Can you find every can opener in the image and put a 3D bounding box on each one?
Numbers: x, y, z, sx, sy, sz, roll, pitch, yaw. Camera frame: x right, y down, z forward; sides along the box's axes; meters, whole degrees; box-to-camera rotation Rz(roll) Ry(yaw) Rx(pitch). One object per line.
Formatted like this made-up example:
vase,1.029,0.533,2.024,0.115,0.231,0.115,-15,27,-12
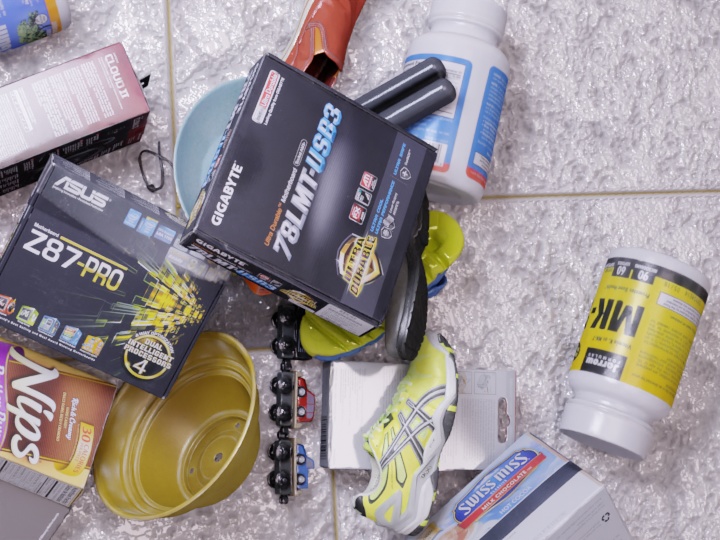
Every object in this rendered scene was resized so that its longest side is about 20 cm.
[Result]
can opener,-0.004,-0.151,1.516,0.199,0.067,0.054,-29,66,12

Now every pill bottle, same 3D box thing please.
pill bottle,0.094,-0.178,1.585,0.111,0.112,0.202,16,81,-10
pill bottle,0.283,0.088,1.595,0.113,0.114,0.202,22,80,-9
pill bottle,-0.392,-0.256,1.488,0.198,0.112,0.113,-23,89,-13

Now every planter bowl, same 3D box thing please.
planter bowl,-0.159,0.166,1.486,0.201,0.199,0.083,-56,132,-12

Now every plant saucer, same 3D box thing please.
plant saucer,-0.089,-0.083,1.452,0.199,0.039,0.203,9,71,-25

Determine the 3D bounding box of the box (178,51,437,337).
box,-0.044,-0.070,1.422,0.197,0.050,0.202,29,63,-18

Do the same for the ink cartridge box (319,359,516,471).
ink cartridge box,0.059,0.152,1.574,0.197,0.050,0.110,3,83,-13

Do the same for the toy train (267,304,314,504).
toy train,-0.068,0.136,1.558,0.045,0.034,0.203,4,82,-24

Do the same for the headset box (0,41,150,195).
headset box,-0.293,-0.144,1.478,0.198,0.149,0.078,-24,89,-13

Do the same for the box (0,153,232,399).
box,-0.235,0.008,1.434,0.199,0.049,0.162,27,99,-17

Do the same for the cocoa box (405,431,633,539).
cocoa box,0.155,0.288,1.517,0.199,0.131,0.134,-39,125,-13

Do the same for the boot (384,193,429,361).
boot,0.000,0.000,1.503,0.129,0.068,0.202,-3,60,11

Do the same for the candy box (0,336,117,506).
candy box,-0.343,0.130,1.457,0.198,0.056,0.118,25,54,-16

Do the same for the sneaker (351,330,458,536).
sneaker,0.045,0.156,1.507,0.076,0.075,0.202,14,80,-11

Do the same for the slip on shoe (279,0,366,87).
slip on shoe,-0.037,-0.229,1.575,0.061,0.074,0.201,24,81,36

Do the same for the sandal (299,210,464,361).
sandal,0.025,0.027,1.562,0.199,0.087,0.080,-35,71,-9

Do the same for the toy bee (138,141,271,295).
toy bee,-0.116,-0.069,1.531,0.108,0.131,0.201,-23,78,-37

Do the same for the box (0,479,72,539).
box,-0.397,0.263,1.466,0.160,0.044,0.201,37,78,-6

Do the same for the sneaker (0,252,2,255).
sneaker,-0.299,0.023,1.500,0.197,0.074,0.089,-7,85,-8
